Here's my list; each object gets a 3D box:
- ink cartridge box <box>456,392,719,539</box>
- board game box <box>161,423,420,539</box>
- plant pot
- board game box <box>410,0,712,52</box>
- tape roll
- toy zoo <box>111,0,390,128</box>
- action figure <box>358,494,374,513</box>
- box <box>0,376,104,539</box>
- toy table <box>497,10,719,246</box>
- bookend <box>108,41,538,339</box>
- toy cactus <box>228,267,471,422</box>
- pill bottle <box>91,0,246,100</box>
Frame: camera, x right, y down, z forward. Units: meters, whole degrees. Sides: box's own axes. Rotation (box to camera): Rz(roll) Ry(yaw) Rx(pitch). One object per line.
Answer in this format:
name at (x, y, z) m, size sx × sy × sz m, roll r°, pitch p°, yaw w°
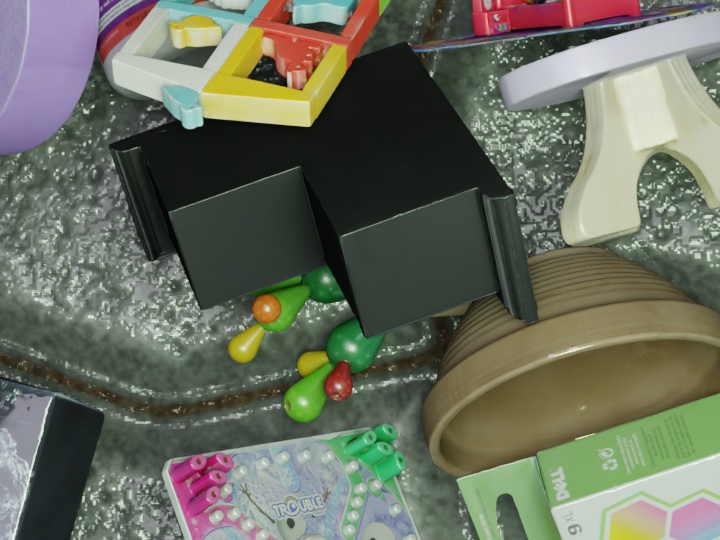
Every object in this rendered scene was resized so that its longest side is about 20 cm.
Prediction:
ink cartridge box at (0.172, 0.154, 1.256) m, size 0.200 × 0.104 × 0.059 m, roll -19°, pitch 33°, yaw 6°
board game box at (-0.013, 0.195, 1.237) m, size 0.026 × 0.200 × 0.200 m, roll -33°, pitch 72°, yaw 37°
plant pot at (0.128, 0.049, 1.246) m, size 0.201 × 0.201 × 0.093 m, roll -18°, pitch 62°, yaw 6°
board game box at (0.122, -0.173, 1.285) m, size 0.200 × 0.158 × 0.039 m, roll -6°, pitch 99°, yaw 20°
tape roll at (-0.269, -0.177, 1.362) m, size 0.200 × 0.066 × 0.200 m, roll 5°, pitch 99°, yaw 38°
toy zoo at (-0.066, -0.149, 1.249) m, size 0.131 × 0.020 × 0.200 m, roll 13°, pitch 44°, yaw 15°
action figure at (-0.080, 0.198, 1.325) m, size 0.200 × 0.052 × 0.065 m, roll -28°, pitch 74°, yaw 1°
box at (-0.300, 0.159, 1.332) m, size 0.196 × 0.117 × 0.200 m, roll 13°, pitch 81°, yaw 11°
toy table at (0.187, -0.089, 1.273) m, size 0.200 × 0.184 × 0.117 m, roll -15°, pitch 87°, yaw -27°
bookend at (-0.025, -0.026, 1.192) m, size 0.198 × 0.092 × 0.200 m, roll -20°, pitch 36°, yaw -7°
toy cactus at (0.000, 0.000, 1.330) m, size 0.165 × 0.102 × 0.200 m, roll 5°, pitch 71°, yaw 0°
pill bottle at (-0.152, -0.225, 1.376) m, size 0.112 × 0.112 × 0.200 m, roll -24°, pitch 78°, yaw 5°
